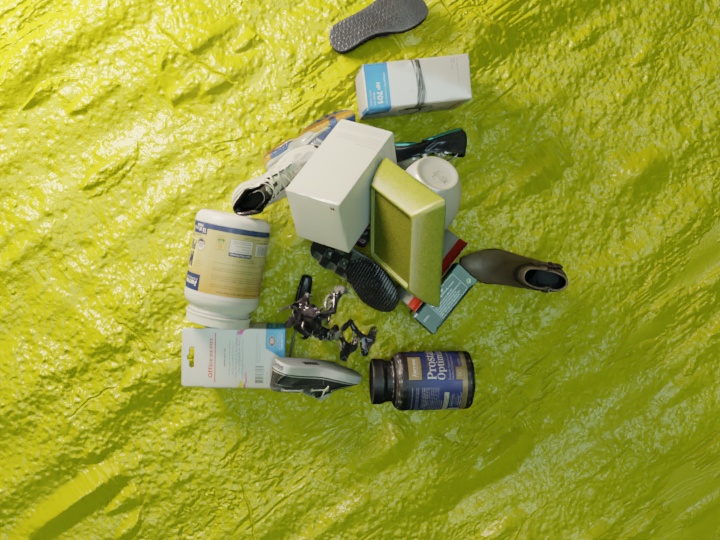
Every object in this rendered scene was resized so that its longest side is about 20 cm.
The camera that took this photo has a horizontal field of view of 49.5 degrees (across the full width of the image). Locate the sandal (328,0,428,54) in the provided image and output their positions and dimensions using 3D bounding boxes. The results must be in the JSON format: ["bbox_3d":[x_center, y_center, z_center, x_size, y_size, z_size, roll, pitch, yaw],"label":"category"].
[{"bbox_3d":[0.032,-0.475,1.492,0.195,0.043,0.078,-18,89,6],"label":"sandal"}]

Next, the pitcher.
[{"bbox_3d":[0.126,-0.120,1.439,0.120,0.202,0.171,35,52,14],"label":"pitcher"}]

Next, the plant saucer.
[{"bbox_3d":[0.069,-0.062,1.339,0.047,0.200,0.204,-15,124,-24],"label":"plant saucer"}]

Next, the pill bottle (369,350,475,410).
[{"bbox_3d":[0.117,0.215,1.523,0.194,0.112,0.115,0,95,-6],"label":"pill bottle"}]

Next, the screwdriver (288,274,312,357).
[{"bbox_3d":[-0.129,0.107,1.537,0.029,0.028,0.205,21,101,22],"label":"screwdriver"}]

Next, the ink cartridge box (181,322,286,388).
[{"bbox_3d":[-0.242,0.162,1.504,0.194,0.068,0.118,2,96,-6],"label":"ink cartridge box"}]

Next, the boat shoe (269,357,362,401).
[{"bbox_3d":[-0.085,0.213,1.497,0.196,0.073,0.070,10,100,-41],"label":"boat shoe"}]

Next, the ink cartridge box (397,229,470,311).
[{"bbox_3d":[0.128,-0.003,1.458,0.050,0.200,0.163,38,91,1],"label":"ink cartridge box"}]

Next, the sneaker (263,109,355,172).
[{"bbox_3d":[-0.086,-0.229,1.490,0.197,0.075,0.089,-30,107,6],"label":"sneaker"}]

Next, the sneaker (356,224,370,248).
[{"bbox_3d":[-0.013,-0.086,1.500,0.194,0.080,0.089,-4,97,-4],"label":"sneaker"}]

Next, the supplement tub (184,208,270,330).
[{"bbox_3d":[-0.249,-0.002,1.450,0.141,0.144,0.206,10,94,-6],"label":"supplement tub"}]

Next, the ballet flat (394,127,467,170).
[{"bbox_3d":[0.115,-0.224,1.506,0.195,0.073,0.075,-12,96,-7],"label":"ballet flat"}]

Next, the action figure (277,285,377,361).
[{"bbox_3d":[-0.066,0.091,1.484,0.118,0.104,0.199,-26,131,38],"label":"action figure"}]

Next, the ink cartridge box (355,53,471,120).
[{"bbox_3d":[0.095,-0.340,1.452,0.194,0.146,0.088,-6,95,-5],"label":"ink cartridge box"}]

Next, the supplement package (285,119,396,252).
[{"bbox_3d":[-0.028,-0.154,1.399,0.115,0.118,0.201,18,54,24],"label":"supplement package"}]

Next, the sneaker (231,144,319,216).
[{"bbox_3d":[-0.145,-0.151,1.410,0.198,0.116,0.077,-31,109,4],"label":"sneaker"}]

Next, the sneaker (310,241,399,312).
[{"bbox_3d":[0.000,0.000,1.490,0.199,0.088,0.075,40,101,10],"label":"sneaker"}]

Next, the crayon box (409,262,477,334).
[{"bbox_3d":[0.151,0.050,1.471,0.051,0.200,0.126,39,90,1],"label":"crayon box"}]

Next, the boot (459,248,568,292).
[{"bbox_3d":[0.299,0.003,1.503,0.194,0.146,0.072,4,97,-5],"label":"boot"}]
